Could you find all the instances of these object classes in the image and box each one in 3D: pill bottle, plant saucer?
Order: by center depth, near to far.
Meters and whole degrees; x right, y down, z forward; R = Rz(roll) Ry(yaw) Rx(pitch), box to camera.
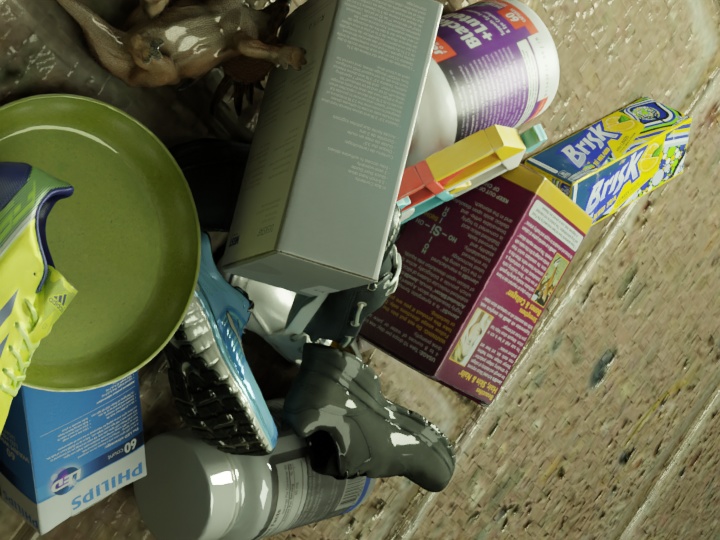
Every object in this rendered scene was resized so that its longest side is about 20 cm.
[{"bbox_3d":[-0.204,-0.018,1.066,0.199,0.031,0.201,1,88,-32],"label":"plant saucer"},{"bbox_3d":[0.062,-0.148,1.292,0.200,0.111,0.112,-28,134,-37],"label":"pill bottle"},{"bbox_3d":[-0.088,0.170,1.334,0.199,0.114,0.114,-7,119,-48],"label":"pill bottle"}]

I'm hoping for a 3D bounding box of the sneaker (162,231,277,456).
[{"bbox_3d":[-0.106,0.054,1.221,0.090,0.078,0.201,-40,115,-41],"label":"sneaker"}]

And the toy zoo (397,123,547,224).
[{"bbox_3d":[0.058,-0.070,1.276,0.199,0.021,0.131,-27,172,8],"label":"toy zoo"}]

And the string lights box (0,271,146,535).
[{"bbox_3d":[-0.220,0.087,1.161,0.103,0.059,0.201,-28,134,-36],"label":"string lights box"}]

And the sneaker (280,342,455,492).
[{"bbox_3d":[0.002,0.142,1.312,0.200,0.076,0.091,41,69,-34],"label":"sneaker"}]

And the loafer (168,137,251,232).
[{"bbox_3d":[-0.088,-0.063,1.205,0.200,0.070,0.068,-10,121,-47],"label":"loafer"}]

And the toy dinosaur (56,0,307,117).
[{"bbox_3d":[-0.124,-0.158,1.097,0.199,0.135,0.086,-5,80,-25],"label":"toy dinosaur"}]

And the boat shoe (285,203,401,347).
[{"bbox_3d":[0.000,0.000,1.197,0.200,0.060,0.076,131,-23,-62],"label":"boat shoe"}]

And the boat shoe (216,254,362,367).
[{"bbox_3d":[-0.053,0.043,1.323,0.071,0.070,0.200,-51,144,-11],"label":"boat shoe"}]

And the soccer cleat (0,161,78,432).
[{"bbox_3d":[-0.223,0.030,0.991,0.083,0.065,0.201,8,81,-14],"label":"soccer cleat"}]

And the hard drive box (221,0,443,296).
[{"bbox_3d":[-0.024,-0.091,1.113,0.076,0.156,0.201,17,81,-17],"label":"hard drive box"}]

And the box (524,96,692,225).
[{"bbox_3d":[0.250,-0.106,1.591,0.200,0.064,0.070,-29,135,-36],"label":"box"}]

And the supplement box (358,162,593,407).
[{"bbox_3d":[0.101,0.002,1.394,0.201,0.103,0.131,-60,149,-1],"label":"supplement box"}]

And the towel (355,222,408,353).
[{"bbox_3d":[0.063,-0.037,1.441,0.191,0.032,0.201,-21,129,-40],"label":"towel"}]
